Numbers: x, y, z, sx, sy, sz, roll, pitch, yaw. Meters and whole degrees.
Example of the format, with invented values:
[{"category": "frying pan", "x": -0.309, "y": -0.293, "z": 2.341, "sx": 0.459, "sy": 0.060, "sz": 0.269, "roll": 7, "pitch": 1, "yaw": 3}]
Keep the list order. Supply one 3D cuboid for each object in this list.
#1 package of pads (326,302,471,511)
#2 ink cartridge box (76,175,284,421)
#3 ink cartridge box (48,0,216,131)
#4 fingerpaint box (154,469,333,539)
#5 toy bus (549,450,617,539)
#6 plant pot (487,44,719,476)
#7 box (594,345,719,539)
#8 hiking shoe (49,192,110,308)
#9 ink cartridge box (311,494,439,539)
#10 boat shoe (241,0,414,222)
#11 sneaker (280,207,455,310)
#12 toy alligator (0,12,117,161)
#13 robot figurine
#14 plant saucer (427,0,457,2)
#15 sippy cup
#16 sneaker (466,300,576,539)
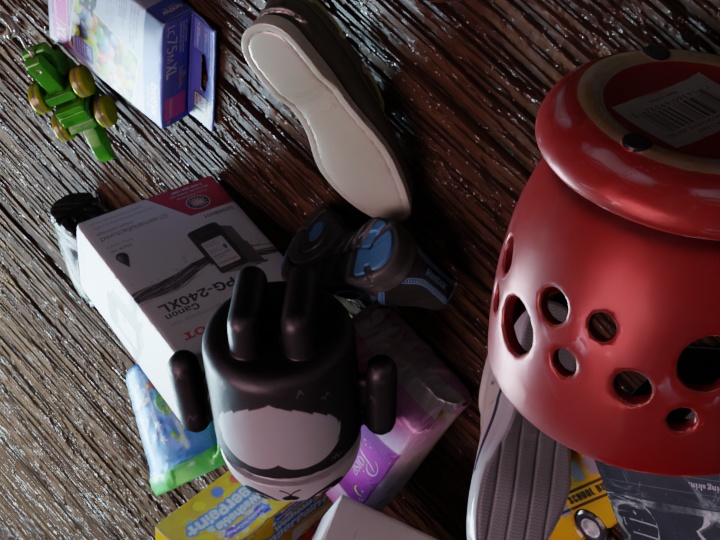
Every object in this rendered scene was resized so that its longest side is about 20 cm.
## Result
[{"category": "package of pads", "x": 0.010, "y": 0.128, "z": 1.219, "sx": 0.121, "sy": 0.075, "sz": 0.201, "roll": 49, "pitch": 145, "yaw": 15}, {"category": "ink cartridge box", "x": -0.141, "y": 0.022, "z": 1.222, "sx": 0.200, "sy": 0.144, "sz": 0.084, "roll": 45, "pitch": 145, "yaw": 36}, {"category": "ink cartridge box", "x": -0.207, "y": -0.213, "z": 1.240, "sx": 0.199, "sy": 0.042, "sz": 0.120, "roll": 37, "pitch": 142, "yaw": 23}, {"category": "fingerpaint box", "x": -0.105, "y": 0.264, "z": 1.361, "sx": 0.073, "sy": 0.199, "sz": 0.168, "roll": 35, "pitch": 141, "yaw": 28}, {"category": "toy bus", "x": 0.161, "y": 0.172, "z": 1.080, "sx": 0.079, "sy": 0.065, "sz": 0.200, "roll": 53, "pitch": 146, "yaw": 4}, {"category": "plant pot", "x": 0.181, "y": -0.012, "z": 0.795, "sx": 0.199, "sy": 0.200, "sz": 0.184, "roll": 32, "pitch": 134, "yaw": 30}, {"category": "box", "x": 0.279, "y": 0.166, "z": 0.886, "sx": 0.199, "sy": 0.124, "sz": 0.198, "roll": 0, "pitch": 119, "yaw": 50}, {"category": "hiking shoe", "x": -0.256, "y": 0.012, "z": 1.465, "sx": 0.201, "sy": 0.075, "sz": 0.101, "roll": 53, "pitch": 155, "yaw": 21}, {"category": "ink cartridge box", "x": 0.047, "y": 0.280, "z": 1.194, "sx": 0.198, "sy": 0.087, "sz": 0.147, "roll": 26, "pitch": 161, "yaw": 0}, {"category": "boat shoe", "x": -0.013, "y": -0.123, "z": 1.051, "sx": 0.071, "sy": 0.061, "sz": 0.202, "roll": -10, "pitch": 129, "yaw": 38}, {"category": "sneaker", "x": 0.000, "y": 0.000, "z": 1.128, "sx": 0.081, "sy": 0.074, "sz": 0.199, "roll": 31, "pitch": 173, "yaw": -27}, {"category": "toy alligator", "x": -0.286, "y": -0.185, "z": 1.315, "sx": 0.059, "sy": 0.055, "sz": 0.201, "roll": -17, "pitch": 136, "yaw": 17}, {"category": "robot figurine", "x": -0.060, "y": 0.093, "z": 1.099, "sx": 0.149, "sy": 0.124, "sz": 0.202, "roll": 30, "pitch": 141, "yaw": 33}, {"category": "plant saucer", "x": 0.021, "y": -0.269, "z": 0.919, "sx": 0.199, "sy": 0.037, "sz": 0.202, "roll": 31, "pitch": 137, "yaw": 33}, {"category": "sippy cup", "x": -0.174, "y": 0.143, "z": 1.420, "sx": 0.177, "sy": 0.139, "sz": 0.132, "roll": -27, "pitch": 86, "yaw": 30}, {"category": "sneaker", "x": 0.117, "y": 0.123, "z": 1.022, "sx": 0.072, "sy": 0.202, "sz": 0.071, "roll": 19, "pitch": 165, "yaw": -11}]
